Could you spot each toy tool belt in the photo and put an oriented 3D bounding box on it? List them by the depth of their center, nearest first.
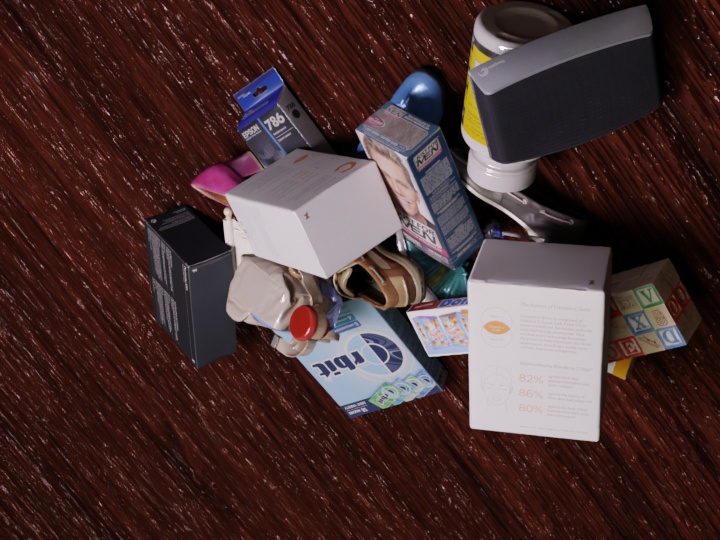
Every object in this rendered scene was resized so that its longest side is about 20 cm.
[{"bbox_3d":[-0.078,0.047,1.663,0.200,0.123,0.125,30,101,46],"label":"toy tool belt"}]

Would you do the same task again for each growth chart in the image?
[{"bbox_3d":[-0.116,-0.005,1.796,0.200,0.018,0.145,26,133,18],"label":"growth chart"}]

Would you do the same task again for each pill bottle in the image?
[{"bbox_3d":[0.173,-0.192,1.419,0.111,0.111,0.200,23,132,21],"label":"pill bottle"}]

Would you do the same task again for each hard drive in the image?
[{"bbox_3d":[0.224,-0.191,1.332,0.200,0.042,0.135,-20,132,0],"label":"hard drive"}]

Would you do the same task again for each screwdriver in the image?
[{"bbox_3d":[0.178,-0.041,1.516,0.028,0.029,0.200,33,-179,-17],"label":"screwdriver"}]

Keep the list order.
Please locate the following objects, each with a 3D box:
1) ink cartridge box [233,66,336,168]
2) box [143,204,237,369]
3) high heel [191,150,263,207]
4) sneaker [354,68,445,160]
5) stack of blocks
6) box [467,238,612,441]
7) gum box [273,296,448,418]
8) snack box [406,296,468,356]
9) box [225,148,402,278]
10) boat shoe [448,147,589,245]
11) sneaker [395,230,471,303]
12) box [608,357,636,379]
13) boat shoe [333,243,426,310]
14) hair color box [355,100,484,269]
[{"bbox_3d":[-0.096,-0.167,1.692,0.099,0.039,0.200,-27,103,46],"label":"ink cartridge box"},{"bbox_3d":[-0.255,0.025,1.898,0.141,0.079,0.200,45,146,41],"label":"box"},{"bbox_3d":[-0.143,-0.071,1.709,0.200,0.096,0.067,56,161,13],"label":"high heel"},{"bbox_3d":[0.041,-0.164,1.565,0.066,0.078,0.200,41,136,6],"label":"sneaker"},{"bbox_3d":[0.289,0.048,1.501,0.200,0.059,0.115,-19,108,44],"label":"stack of blocks"},{"bbox_3d":[0.206,0.079,1.435,0.152,0.106,0.200,5,119,14],"label":"box"},{"bbox_3d":[0.000,0.113,1.785,0.170,0.045,0.200,-21,120,33],"label":"gum box"},{"bbox_3d":[0.151,0.067,1.559,0.200,0.024,0.072,-8,118,42],"label":"snack box"},{"bbox_3d":[-0.061,-0.076,1.571,0.200,0.124,0.098,17,137,59],"label":"box"},{"bbox_3d":[0.189,-0.097,1.523,0.200,0.067,0.057,38,114,0],"label":"boat shoe"},{"bbox_3d":[0.109,0.005,1.663,0.080,0.078,0.200,-29,99,16],"label":"sneaker"},{"bbox_3d":[0.264,0.046,1.590,0.200,0.041,0.119,27,134,21],"label":"box"},{"bbox_3d":[0.000,0.000,1.642,0.200,0.074,0.076,21,127,49],"label":"boat shoe"},{"bbox_3d":[0.074,-0.101,1.523,0.100,0.061,0.200,33,159,43],"label":"hair color box"}]
